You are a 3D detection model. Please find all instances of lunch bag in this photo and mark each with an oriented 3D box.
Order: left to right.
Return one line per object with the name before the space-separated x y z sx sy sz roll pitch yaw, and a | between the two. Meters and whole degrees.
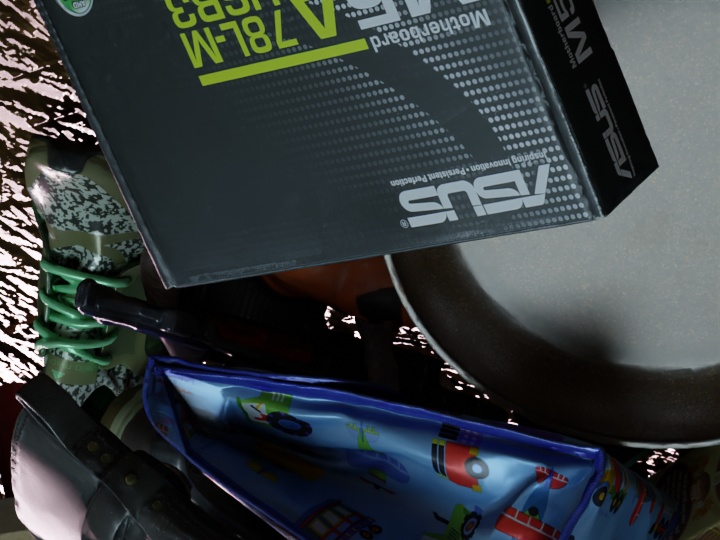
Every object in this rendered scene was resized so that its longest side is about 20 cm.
lunch bag | 0.007 0.090 1.064 0.200 0.094 0.151 20 175 20

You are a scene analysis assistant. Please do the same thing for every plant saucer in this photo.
plant saucer | 0.106 -0.025 0.957 0.200 0.032 0.200 3 122 5

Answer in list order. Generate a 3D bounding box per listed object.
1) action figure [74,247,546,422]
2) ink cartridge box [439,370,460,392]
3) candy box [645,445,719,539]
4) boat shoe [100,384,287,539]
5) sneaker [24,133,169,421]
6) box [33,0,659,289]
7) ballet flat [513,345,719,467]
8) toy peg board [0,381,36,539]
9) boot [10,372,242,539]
action figure | 0.000 0.000 1.089 0.200 0.105 0.193 21 160 -30
ink cartridge box | 0.061 0.171 1.219 0.044 0.174 0.200 -16 135 28
candy box | 0.189 0.114 1.124 0.115 0.055 0.200 35 132 -23
boat shoe | -0.027 0.102 1.215 0.201 0.072 0.066 21 180 -39
sneaker | -0.113 0.019 1.168 0.077 0.089 0.200 13 149 13
box | -0.023 -0.096 0.899 0.200 0.048 0.193 -8 110 40
ballet flat | 0.119 0.032 1.072 0.073 0.073 0.200 28 151 -13
toy peg board | -0.152 0.117 1.330 0.199 0.098 0.200 -8 155 -19
boot | -0.062 0.135 1.067 0.174 0.069 0.200 32 149 25
